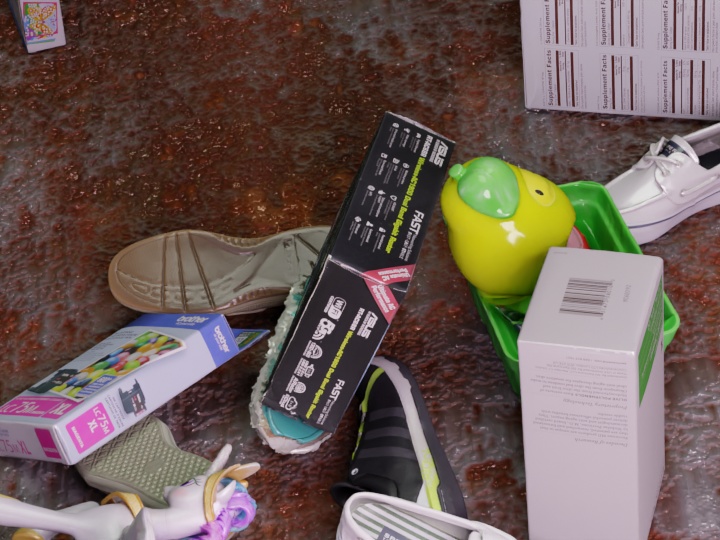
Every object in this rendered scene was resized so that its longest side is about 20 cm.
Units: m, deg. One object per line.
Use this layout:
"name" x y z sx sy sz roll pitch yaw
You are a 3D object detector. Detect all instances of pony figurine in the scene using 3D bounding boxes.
"pony figurine" -0.161 0.202 1.462 0.200 0.167 0.193 -10 45 5

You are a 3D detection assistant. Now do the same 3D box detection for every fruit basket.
"fruit basket" 0.138 -0.010 1.673 0.155 0.216 0.216 -11 38 -9

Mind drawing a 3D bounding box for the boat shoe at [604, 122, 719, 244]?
"boat shoe" 0.261 -0.083 1.860 0.200 0.065 0.074 -25 42 -23

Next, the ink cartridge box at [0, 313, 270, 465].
"ink cartridge box" -0.178 0.080 1.693 0.200 0.042 0.119 -31 17 -32

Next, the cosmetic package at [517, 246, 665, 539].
"cosmetic package" 0.161 0.094 1.536 0.085 0.200 0.108 5 42 16

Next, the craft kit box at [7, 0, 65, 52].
"craft kit box" -0.338 -0.347 2.169 0.048 0.198 0.200 -15 40 -11

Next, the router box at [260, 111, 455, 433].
"router box" 0.000 0.000 1.638 0.062 0.150 0.200 25 39 -3

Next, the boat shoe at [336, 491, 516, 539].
"boat shoe" 0.073 0.205 1.484 0.200 0.067 0.074 17 66 12

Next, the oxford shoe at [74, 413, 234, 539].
"oxford shoe" -0.151 0.154 1.622 0.075 0.058 0.200 -35 31 -21

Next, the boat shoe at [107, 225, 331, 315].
"boat shoe" -0.102 0.005 1.799 0.200 0.065 0.072 -7 74 -3

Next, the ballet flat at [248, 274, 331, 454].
"ballet flat" -0.046 0.083 1.694 0.072 0.072 0.200 3 37 11

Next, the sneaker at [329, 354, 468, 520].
"sneaker" 0.014 0.136 1.607 0.083 0.072 0.200 -14 39 -9

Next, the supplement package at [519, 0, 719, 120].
"supplement package" 0.259 -0.249 2.007 0.200 0.147 0.191 5 39 14
